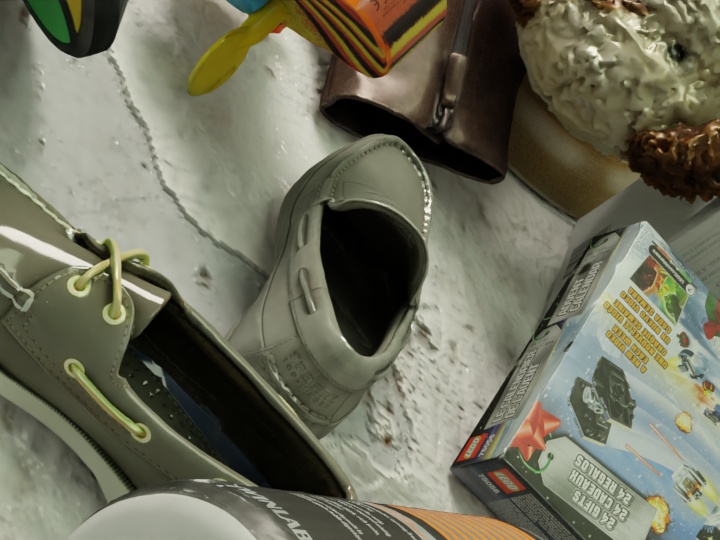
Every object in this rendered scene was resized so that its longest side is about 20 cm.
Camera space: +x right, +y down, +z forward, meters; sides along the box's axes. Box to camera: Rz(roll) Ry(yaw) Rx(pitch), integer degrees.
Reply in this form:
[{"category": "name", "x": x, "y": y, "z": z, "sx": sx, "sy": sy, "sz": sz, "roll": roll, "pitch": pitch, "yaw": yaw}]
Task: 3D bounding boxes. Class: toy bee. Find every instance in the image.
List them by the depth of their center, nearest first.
[{"category": "toy bee", "x": -0.026, "y": -0.133, "z": 0.988, "sx": 0.109, "sy": 0.131, "sz": 0.200, "roll": 58, "pitch": 6, "yaw": -52}]

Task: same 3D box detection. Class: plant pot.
[{"category": "plant pot", "x": 0.095, "y": -0.115, "z": 1.226, "sx": 0.200, "sy": 0.027, "sz": 0.200, "roll": 35, "pitch": 35, "yaw": -30}]

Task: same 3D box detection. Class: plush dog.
[{"category": "plush dog", "x": 0.144, "y": -0.119, "z": 1.075, "sx": 0.172, "sy": 0.161, "sz": 0.200, "roll": -33, "pitch": 74, "yaw": -29}]

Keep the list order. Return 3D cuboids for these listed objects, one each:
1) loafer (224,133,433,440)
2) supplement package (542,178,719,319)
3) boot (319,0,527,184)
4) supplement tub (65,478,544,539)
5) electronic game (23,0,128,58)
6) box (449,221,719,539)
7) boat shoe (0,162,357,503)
[{"category": "loafer", "x": 0.000, "y": 0.000, "z": 0.925, "sx": 0.070, "sy": 0.070, "sz": 0.200, "roll": 46, "pitch": 31, "yaw": -16}, {"category": "supplement package", "x": 0.197, "y": 0.046, "z": 1.128, "sx": 0.200, "sy": 0.109, "sz": 0.114, "roll": 48, "pitch": 30, "yaw": -12}, {"category": "boot", "x": 0.064, "y": -0.111, "z": 1.115, "sx": 0.200, "sy": 0.072, "sz": 0.167, "roll": 19, "pitch": 59, "yaw": -30}, {"category": "supplement tub", "x": 0.001, "y": 0.133, "z": 0.740, "sx": 0.200, "sy": 0.122, "sz": 0.123, "roll": 14, "pitch": 49, "yaw": -49}, {"category": "electronic game", "x": -0.125, "y": -0.171, "z": 0.831, "sx": 0.042, "sy": 0.200, "sz": 0.200, "roll": -20, "pitch": 73, "yaw": -15}, {"category": "box", "x": 0.144, "y": 0.097, "z": 1.017, "sx": 0.200, "sy": 0.040, "sz": 0.137, "roll": 46, "pitch": 57, "yaw": -17}, {"category": "boat shoe", "x": -0.082, "y": 0.025, "z": 0.789, "sx": 0.202, "sy": 0.060, "sz": 0.072, "roll": 49, "pitch": 30, "yaw": -11}]
